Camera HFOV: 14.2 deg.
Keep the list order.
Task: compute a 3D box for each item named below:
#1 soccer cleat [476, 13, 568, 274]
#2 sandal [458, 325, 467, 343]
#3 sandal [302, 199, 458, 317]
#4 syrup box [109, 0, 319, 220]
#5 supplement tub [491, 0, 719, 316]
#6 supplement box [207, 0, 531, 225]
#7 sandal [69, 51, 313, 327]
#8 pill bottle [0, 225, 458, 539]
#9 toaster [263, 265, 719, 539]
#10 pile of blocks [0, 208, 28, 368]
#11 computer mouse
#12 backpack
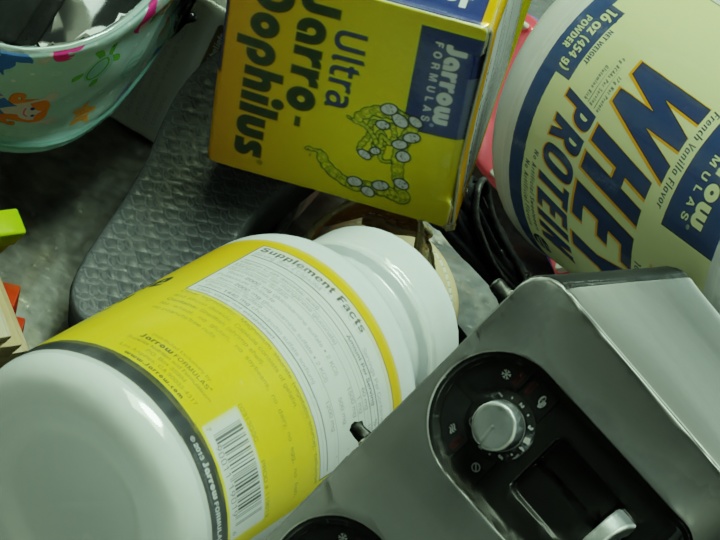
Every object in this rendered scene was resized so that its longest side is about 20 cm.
[{"bbox_3d":[0.105,-0.042,1.404,0.076,0.067,0.201,30,27,-50],"label":"soccer cleat"},{"bbox_3d":[0.076,0.086,1.190,0.076,0.043,0.201,29,24,-55],"label":"sandal"},{"bbox_3d":[0.005,0.003,1.257,0.077,0.070,0.212,32,31,7],"label":"sandal"},{"bbox_3d":[-0.088,-0.116,1.352,0.199,0.082,0.079,31,30,4],"label":"syrup box"},{"bbox_3d":[0.162,-0.028,1.147,0.144,0.146,0.200,-2,29,-39],"label":"supplement tub"},{"bbox_3d":[0.018,-0.133,1.224,0.109,0.109,0.201,15,43,5],"label":"supplement box"},{"bbox_3d":[-0.062,-0.031,1.237,0.076,0.043,0.200,29,55,14],"label":"sandal"},{"bbox_3d":[-0.049,0.052,1.090,0.112,0.112,0.200,38,36,17],"label":"pill bottle"},{"bbox_3d":[0.063,0.094,1.030,0.119,0.181,0.200,50,17,13],"label":"toaster"},{"bbox_3d":[-0.181,-0.032,1.154,0.062,0.082,0.200,-9,46,-44],"label":"pile of blocks"},{"bbox_3d":[0.083,0.021,1.212,0.141,0.046,0.200,53,6,-18],"label":"computer mouse"},{"bbox_3d":[-0.146,-0.147,1.213,0.177,0.151,0.201,28,51,3],"label":"backpack"}]
